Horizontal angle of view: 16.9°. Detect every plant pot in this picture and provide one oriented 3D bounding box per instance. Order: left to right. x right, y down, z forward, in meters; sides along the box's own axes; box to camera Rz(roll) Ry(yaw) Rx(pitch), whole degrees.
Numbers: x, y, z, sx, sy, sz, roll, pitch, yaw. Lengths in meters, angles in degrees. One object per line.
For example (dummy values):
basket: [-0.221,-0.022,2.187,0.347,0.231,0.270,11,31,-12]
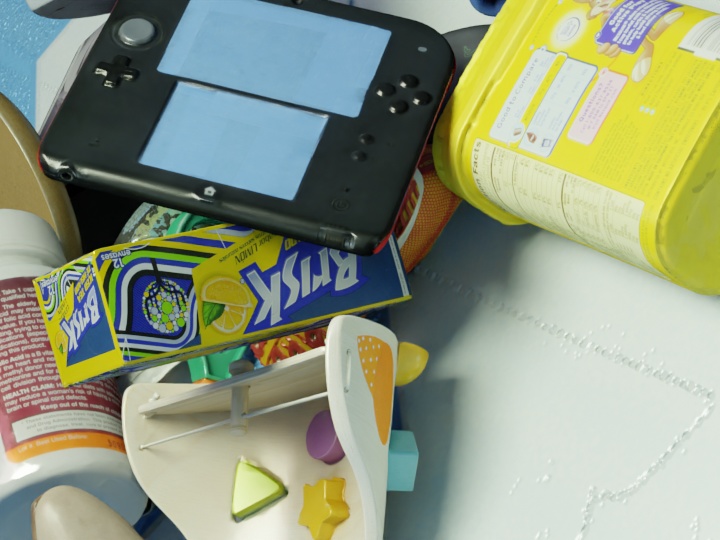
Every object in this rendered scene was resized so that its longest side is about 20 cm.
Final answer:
plant pot: [-0.238,-0.044,1.626,0.027,0.201,0.200,-27,22,-29]

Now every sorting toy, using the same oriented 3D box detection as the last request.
sorting toy: [-0.034,0.137,1.357,0.200,0.106,0.181,-19,69,48]

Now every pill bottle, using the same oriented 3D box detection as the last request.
pill bottle: [-0.206,0.069,1.477,0.114,0.114,0.201,-39,53,25]

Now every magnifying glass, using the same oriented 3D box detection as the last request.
magnifying glass: [-0.091,0.051,1.517,0.022,0.079,0.201,-21,59,48]

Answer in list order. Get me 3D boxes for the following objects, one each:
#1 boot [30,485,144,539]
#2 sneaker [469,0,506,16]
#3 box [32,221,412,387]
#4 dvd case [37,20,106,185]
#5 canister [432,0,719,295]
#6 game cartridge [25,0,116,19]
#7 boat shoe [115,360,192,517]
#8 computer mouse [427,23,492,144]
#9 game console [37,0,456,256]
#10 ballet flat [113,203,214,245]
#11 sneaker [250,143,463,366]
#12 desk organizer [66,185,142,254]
boot: [-0.093,0.194,1.318,0.070,0.200,0.146,-39,6,-28]
sneaker: [0.076,-0.197,1.498,0.200,0.075,0.079,12,76,56]
box: [-0.072,0.010,1.327,0.070,0.199,0.065,-21,84,52]
dvd case: [-0.182,-0.116,1.632,0.200,0.016,0.149,-28,36,62]
canister: [0.145,-0.078,1.306,0.200,0.086,0.149,27,85,54]
game cartridge: [-0.144,-0.210,1.612,0.133,0.041,0.200,-29,-2,20]
boat shoe: [-0.155,0.128,1.537,0.068,0.075,0.200,41,96,36]
computer mouse: [0.038,-0.095,1.480,0.199,0.053,0.139,-21,48,41]
game console: [-0.058,-0.093,1.346,0.177,0.199,0.031,-67,-13,-45]
ballet flat: [-0.149,0.040,1.585,0.074,0.074,0.201,28,95,56]
sneaker: [0.000,0.000,1.452,0.200,0.077,0.073,-44,70,40]
desk organizer: [-0.206,-0.043,1.726,0.199,0.072,0.077,-28,42,35]
